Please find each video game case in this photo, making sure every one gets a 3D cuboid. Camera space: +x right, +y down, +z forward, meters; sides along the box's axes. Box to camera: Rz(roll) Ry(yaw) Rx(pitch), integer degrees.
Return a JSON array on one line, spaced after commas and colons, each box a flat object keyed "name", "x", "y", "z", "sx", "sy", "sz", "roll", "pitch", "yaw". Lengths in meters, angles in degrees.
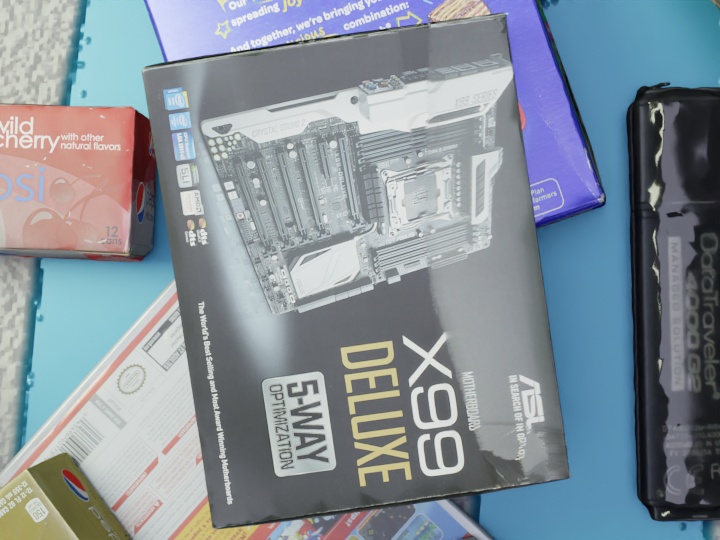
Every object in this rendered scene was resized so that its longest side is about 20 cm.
[{"name": "video game case", "x": -0.053, "y": 0.115, "z": 1.058, "sx": 0.200, "sy": 0.017, "sz": 0.143, "roll": 43, "pitch": 92, "yaw": 4}]

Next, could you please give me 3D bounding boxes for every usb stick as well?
[{"name": "usb stick", "x": 0.152, "y": 0.014, "z": 1.038, "sx": 0.055, "sy": 0.033, "sz": 0.202, "roll": -1, "pitch": 89, "yaw": -3}]

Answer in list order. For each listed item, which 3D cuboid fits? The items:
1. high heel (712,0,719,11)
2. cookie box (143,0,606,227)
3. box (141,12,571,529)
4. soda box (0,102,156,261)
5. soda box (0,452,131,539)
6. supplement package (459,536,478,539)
[{"name": "high heel", "x": 0.136, "y": -0.155, "z": 0.989, "sx": 0.199, "sy": 0.072, "sz": 0.143, "roll": 18, "pitch": 45, "yaw": 0}, {"name": "cookie box", "x": 0.002, "y": -0.098, "z": 1.028, "sx": 0.170, "sy": 0.075, "sz": 0.201, "roll": -19, "pitch": 89, "yaw": 5}, {"name": "box", "x": 0.000, "y": 0.000, "z": 0.967, "sx": 0.156, "sy": 0.050, "sz": 0.202, "roll": -7, "pitch": 95, "yaw": 4}, {"name": "soda box", "x": -0.197, "y": -0.043, "z": 1.048, "sx": 0.198, "sy": 0.063, "sz": 0.071, "roll": 2, "pitch": 87, "yaw": 4}, {"name": "soda box", "x": -0.199, "y": 0.172, "z": 1.035, "sx": 0.200, "sy": 0.064, "sz": 0.068, "roll": -39, "pitch": 87, "yaw": 9}, {"name": "supplement package", "x": -0.020, "y": 0.224, "z": 0.969, "sx": 0.198, "sy": 0.151, "sz": 0.153, "roll": -14, "pitch": 96, "yaw": -2}]
